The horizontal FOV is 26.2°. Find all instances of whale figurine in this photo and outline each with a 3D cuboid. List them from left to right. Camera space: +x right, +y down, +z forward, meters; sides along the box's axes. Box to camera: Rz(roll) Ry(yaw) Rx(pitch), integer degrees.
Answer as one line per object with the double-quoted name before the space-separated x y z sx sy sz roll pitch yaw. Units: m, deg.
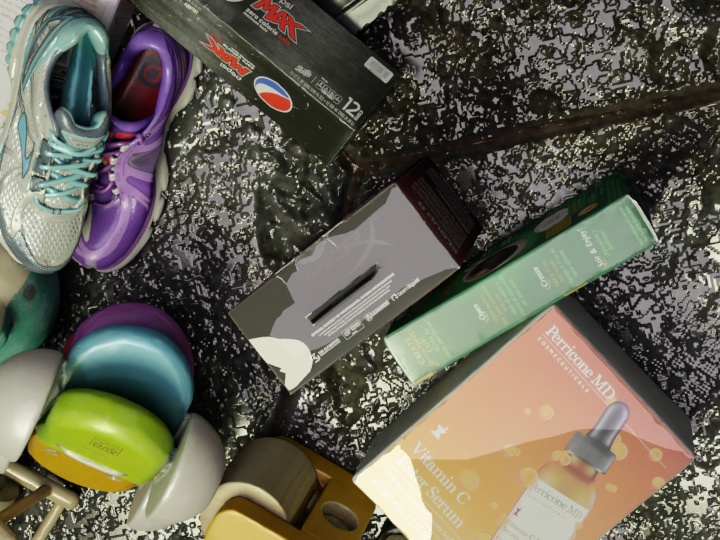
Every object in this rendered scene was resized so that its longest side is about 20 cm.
"whale figurine" -0.305 0.054 1.169 0.159 0.200 0.104 1 142 45

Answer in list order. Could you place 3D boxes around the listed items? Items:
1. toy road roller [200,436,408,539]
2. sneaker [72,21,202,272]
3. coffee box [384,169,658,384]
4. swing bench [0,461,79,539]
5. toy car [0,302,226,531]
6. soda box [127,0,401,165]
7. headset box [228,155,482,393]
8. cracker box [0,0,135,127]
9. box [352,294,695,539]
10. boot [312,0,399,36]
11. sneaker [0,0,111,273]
"toy road roller" -0.040 0.238 1.184 0.200 0.123 0.146 33 115 2
"sneaker" -0.185 -0.094 1.165 0.081 0.083 0.200 19 103 6
"coffee box" 0.116 0.003 1.114 0.200 0.123 0.044 -31 97 12
"swing bench" -0.370 0.216 1.231 0.200 0.130 0.199 35 104 8
"toy car" -0.183 0.098 1.147 0.175 0.200 0.150 26 71 -11
"soda box" -0.073 -0.170 1.115 0.200 0.071 0.063 40 64 -2
"headset box" 0.000 0.000 1.091 0.149 0.200 0.075 -38 92 13
"cracker box" -0.254 -0.184 1.173 0.134 0.058 0.200 26 104 2
"box" 0.121 0.132 1.143 0.200 0.106 0.152 -43 91 14
"boot" 0.000 -0.273 1.105 0.198 0.073 0.162 -35 97 21
"sneaker" -0.218 -0.092 1.100 0.078 0.086 0.200 -3 105 -35
